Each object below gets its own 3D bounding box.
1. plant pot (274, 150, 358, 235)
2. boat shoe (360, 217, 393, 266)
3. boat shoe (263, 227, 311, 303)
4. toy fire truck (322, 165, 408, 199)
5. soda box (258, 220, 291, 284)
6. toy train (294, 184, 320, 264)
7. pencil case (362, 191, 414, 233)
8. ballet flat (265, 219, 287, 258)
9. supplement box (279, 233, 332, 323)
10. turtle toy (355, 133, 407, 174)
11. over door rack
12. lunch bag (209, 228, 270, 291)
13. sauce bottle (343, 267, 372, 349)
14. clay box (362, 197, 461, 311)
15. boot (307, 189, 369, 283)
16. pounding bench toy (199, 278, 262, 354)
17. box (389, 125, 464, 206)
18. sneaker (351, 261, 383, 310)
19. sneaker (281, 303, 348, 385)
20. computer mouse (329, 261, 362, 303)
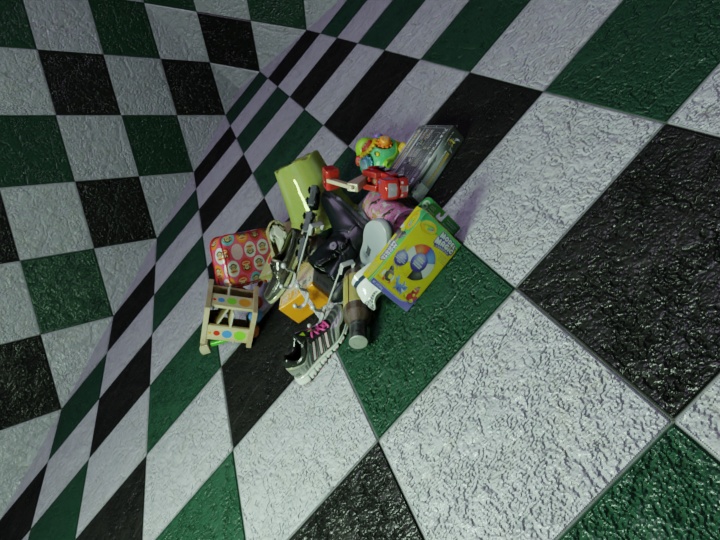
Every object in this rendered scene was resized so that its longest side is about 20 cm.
[{"bbox_3d":[-0.131,-0.207,1.561,0.198,0.187,0.201,-24,14,7],"label":"plant pot"},{"bbox_3d":[0.043,-0.062,1.264,0.056,0.069,0.200,-29,-14,-20],"label":"boat shoe"},{"bbox_3d":[-0.197,-0.015,1.480,0.202,0.064,0.073,-62,30,0],"label":"boat shoe"},{"bbox_3d":[0.007,-0.206,1.370,0.139,0.050,0.200,-13,27,-24],"label":"toy fire truck"},{"bbox_3d":[-0.220,-0.050,1.716,0.067,0.064,0.203,-17,45,47],"label":"soda box"},{"bbox_3d":[-0.127,-0.111,1.444,0.033,0.046,0.204,7,76,13],"label":"toy train"},{"bbox_3d":[0.075,-0.126,1.345,0.086,0.083,0.200,-39,29,-1],"label":"pencil case"},{"bbox_3d":[-0.216,-0.053,1.628,0.070,0.070,0.203,-35,62,27],"label":"ballet flat"},{"bbox_3d":[-0.134,0.016,1.506,0.125,0.073,0.202,-35,33,28],"label":"supplement box"},{"bbox_3d":[0.042,-0.304,1.568,0.146,0.101,0.200,-50,21,5],"label":"turtle toy"},{"bbox_3d":[-0.111,0.012,1.326,0.148,0.066,0.202,50,126,30],"label":"over door rack"},{"bbox_3d":[-0.331,-0.024,1.708,0.081,0.198,0.180,-11,91,41],"label":"lunch bag"},{"bbox_3d":[-0.007,0.080,1.259,0.064,0.064,0.202,-35,33,27],"label":"sauce bottle"},{"bbox_3d":[0.110,-0.032,1.157,0.201,0.114,0.048,-51,29,4],"label":"clay box"},{"bbox_3d":[-0.072,-0.083,1.419,0.168,0.077,0.200,-46,65,-5],"label":"boot"},{"bbox_3d":[-0.356,0.150,1.628,0.125,0.153,0.203,-101,24,-54],"label":"pounding bench toy"},{"bbox_3d":[0.142,-0.259,1.431,0.202,0.048,0.158,-56,28,-6],"label":"box"},{"bbox_3d":[0.078,-0.002,1.228,0.199,0.076,0.081,-37,72,-1],"label":"sneaker"},{"bbox_3d":[-0.101,0.150,1.293,0.201,0.087,0.074,-54,29,-3],"label":"sneaker"},{"bbox_3d":[0.000,0.000,1.379,0.201,0.034,0.059,-50,4,-5],"label":"computer mouse"}]
